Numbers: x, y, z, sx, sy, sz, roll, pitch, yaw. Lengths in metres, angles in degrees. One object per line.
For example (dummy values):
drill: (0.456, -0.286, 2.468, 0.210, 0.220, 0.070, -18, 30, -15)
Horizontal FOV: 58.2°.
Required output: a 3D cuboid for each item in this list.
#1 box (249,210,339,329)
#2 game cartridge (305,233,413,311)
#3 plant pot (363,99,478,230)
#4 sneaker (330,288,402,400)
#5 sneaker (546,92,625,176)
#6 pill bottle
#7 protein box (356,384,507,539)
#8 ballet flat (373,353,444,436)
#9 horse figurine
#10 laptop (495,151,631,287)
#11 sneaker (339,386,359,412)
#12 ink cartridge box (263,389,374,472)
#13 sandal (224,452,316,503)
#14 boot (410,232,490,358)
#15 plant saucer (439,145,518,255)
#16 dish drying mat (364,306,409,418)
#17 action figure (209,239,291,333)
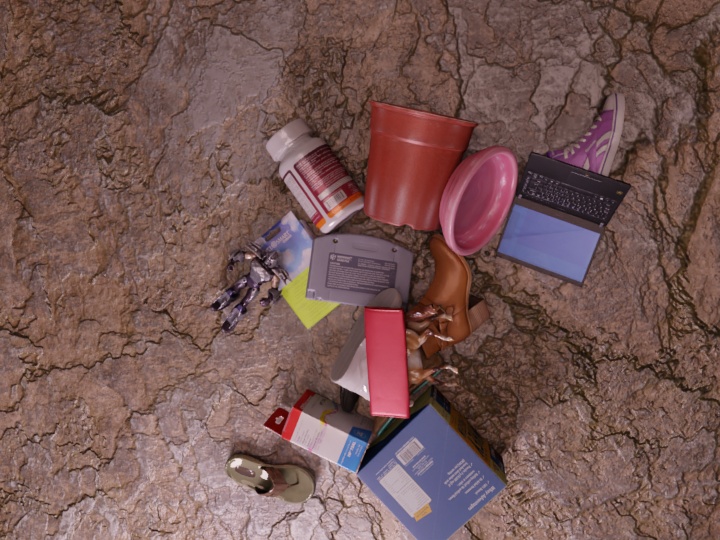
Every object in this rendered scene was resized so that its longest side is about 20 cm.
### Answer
box: (-0.114, -0.002, 1.275, 0.121, 0.048, 0.201, -38, 89, 10)
game cartridge: (0.000, 0.000, 1.229, 0.196, 0.041, 0.136, 9, 92, -11)
plant pot: (0.092, -0.186, 1.161, 0.197, 0.201, 0.199, 14, 105, 8)
sneaker: (0.039, 0.141, 1.203, 0.115, 0.073, 0.202, 35, 85, -29)
sneaker: (0.399, -0.225, 1.160, 0.112, 0.073, 0.204, 16, 98, 10)
pill bottle: (-0.085, -0.178, 1.223, 0.109, 0.110, 0.201, -36, 89, 10)
protein box: (0.135, 0.371, 1.224, 0.200, 0.135, 0.199, 45, 100, 3)
ballet flat: (0.077, 0.228, 1.259, 0.072, 0.068, 0.200, 44, 99, 13)
horse figurine: (0.106, 0.148, 1.157, 0.130, 0.050, 0.204, -5, 109, 8)
laptop: (0.352, -0.087, 1.153, 0.175, 0.201, 0.104, 20, 64, 10)
sneaker: (0.016, 0.189, 1.262, 0.089, 0.076, 0.203, 19, 102, -2)
ink cartridge box: (-0.078, 0.301, 1.262, 0.197, 0.116, 0.068, 24, 99, 6)
sandal: (-0.188, 0.433, 1.322, 0.197, 0.057, 0.081, 10, 97, 8)
boot: (0.137, 0.049, 1.209, 0.154, 0.077, 0.202, -30, 103, -11)
plant saucer: (0.205, -0.128, 1.151, 0.050, 0.199, 0.203, 30, 100, 34)
dish drying mat: (0.047, 0.162, 1.141, 0.075, 0.018, 0.204, 1, 105, 18)
action figure: (-0.213, 0.029, 1.250, 0.130, 0.069, 0.200, 49, 120, 10)
